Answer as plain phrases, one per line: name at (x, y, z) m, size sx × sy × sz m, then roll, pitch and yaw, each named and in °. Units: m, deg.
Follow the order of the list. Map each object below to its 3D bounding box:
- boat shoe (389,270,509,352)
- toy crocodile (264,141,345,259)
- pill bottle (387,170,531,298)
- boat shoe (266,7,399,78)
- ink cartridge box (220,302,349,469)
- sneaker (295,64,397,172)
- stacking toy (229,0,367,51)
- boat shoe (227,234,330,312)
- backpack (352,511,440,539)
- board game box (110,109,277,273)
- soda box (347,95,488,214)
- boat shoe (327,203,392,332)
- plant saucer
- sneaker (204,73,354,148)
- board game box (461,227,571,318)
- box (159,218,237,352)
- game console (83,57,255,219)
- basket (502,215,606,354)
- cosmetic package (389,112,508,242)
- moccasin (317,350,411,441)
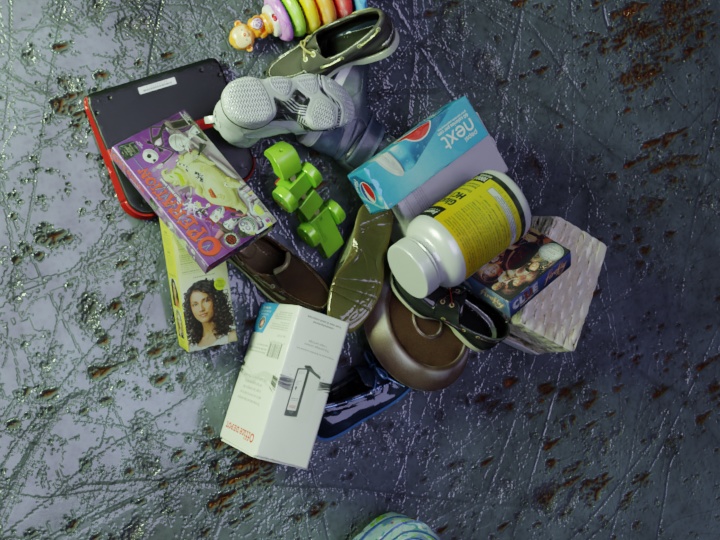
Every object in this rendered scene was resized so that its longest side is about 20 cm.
boat shoe at (0.133, 0.048, 1.306) m, size 0.200 × 0.063 × 0.074 m, roll 34°, pitch 55°, yaw -15°
toy crocodile at (-0.078, -0.094, 1.247) m, size 0.068 × 0.061 × 0.201 m, roll -47°, pitch 135°, yaw -16°
pill bottle at (0.138, -0.049, 1.255) m, size 0.199 × 0.112 × 0.113 m, roll -35°, pitch 104°, yaw -24°
boat shoe at (-0.048, -0.308, 1.225) m, size 0.061 × 0.199 × 0.073 m, roll 45°, pitch 30°, yaw -59°
ink cartridge box at (-0.105, 0.152, 1.202) m, size 0.083 × 0.146 × 0.203 m, roll 20°, pitch 82°, yaw -26°
sneaker at (0.007, -0.242, 1.297) m, size 0.145 × 0.077 × 0.204 m, roll 29°, pitch 78°, yaw -21°
stacking toy at (-0.098, -0.368, 1.247) m, size 0.198 × 0.110 × 0.117 m, roll -30°, pitch 104°, yaw -12°
boat shoe at (-0.118, -0.001, 1.236) m, size 0.201 × 0.075 × 0.075 m, roll 32°, pitch 76°, yaw -22°
backpack at (0.037, 0.453, 1.284) m, size 0.163 × 0.153 × 0.200 m, roll 48°, pitch 58°, yaw -11°
board game box at (-0.214, -0.105, 1.137) m, size 0.120 × 0.032 × 0.200 m, roll -37°, pitch 81°, yaw -28°
soda box at (0.082, -0.164, 1.252) m, size 0.199 × 0.064 × 0.068 m, roll -38°, pitch 101°, yaw -21°
boat shoe at (-0.001, -0.001, 1.291) m, size 0.071 × 0.066 × 0.203 m, roll 17°, pitch 74°, yaw -4°
plant saucer at (0.093, 0.079, 1.322) m, size 0.198 × 0.032 × 0.203 m, roll 16°, pitch 59°, yaw -28°
sneaker at (-0.112, -0.215, 1.195) m, size 0.198 × 0.114 × 0.076 m, roll -5°, pitch 86°, yaw -33°
board game box at (0.197, -0.027, 1.330) m, size 0.135 × 0.199 × 0.035 m, roll -37°, pitch 139°, yaw -21°
box at (-0.218, 0.002, 1.185) m, size 0.074 × 0.050 × 0.203 m, roll -14°, pitch 104°, yaw -26°
game console at (-0.253, -0.179, 1.202) m, size 0.198 × 0.031 × 0.179 m, roll -23°, pitch 96°, yaw -25°
basket at (0.291, 0.024, 1.409) m, size 0.134 × 0.123 × 0.202 m, roll 26°, pitch 79°, yaw -23°
cosmetic package at (0.115, -0.141, 1.346) m, size 0.199 × 0.085 × 0.108 m, roll -37°, pitch 105°, yaw -22°
moccasin at (0.009, 0.171, 1.291) m, size 0.199 × 0.080 × 0.069 m, roll -35°, pitch 117°, yaw -23°
